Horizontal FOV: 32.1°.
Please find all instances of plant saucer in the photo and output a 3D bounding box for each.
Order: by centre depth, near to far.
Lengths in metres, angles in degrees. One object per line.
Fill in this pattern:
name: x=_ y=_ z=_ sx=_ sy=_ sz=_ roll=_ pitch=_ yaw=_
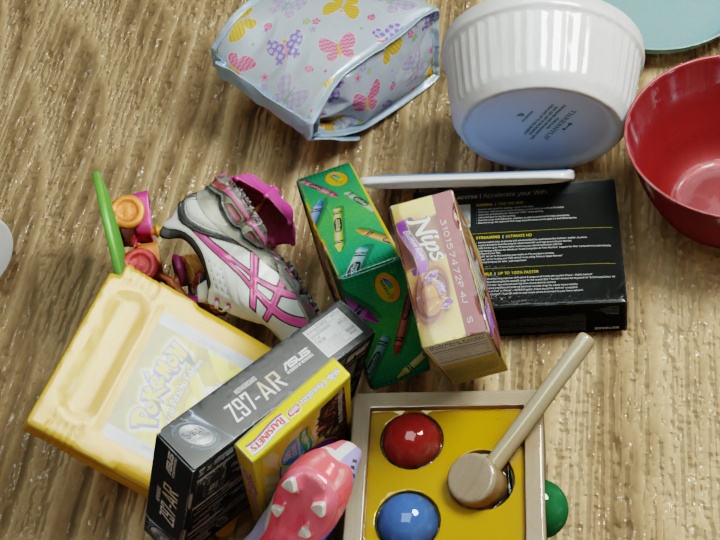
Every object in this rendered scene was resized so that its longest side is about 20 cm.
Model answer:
plant saucer: x=0.330 y=-0.301 z=1.377 sx=0.199 sy=0.036 sz=0.201 roll=-6 pitch=53 yaw=8

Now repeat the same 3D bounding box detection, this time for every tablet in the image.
tablet: x=0.107 y=-0.089 z=1.222 sx=0.199 sy=0.130 sz=0.014 roll=0 pitch=96 yaw=12

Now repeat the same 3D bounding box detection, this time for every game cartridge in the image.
game cartridge: x=-0.167 y=0.111 z=1.103 sx=0.200 sy=0.032 sz=0.177 roll=31 pitch=58 yaw=-13

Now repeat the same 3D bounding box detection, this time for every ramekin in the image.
ramekin: x=0.176 y=-0.176 z=1.220 sx=0.201 sy=0.203 sz=0.095 roll=1 pitch=65 yaw=11

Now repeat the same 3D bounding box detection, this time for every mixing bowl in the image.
mixing bowl: x=0.349 y=-0.095 z=1.174 sx=0.199 sy=0.109 sz=0.201 roll=-6 pitch=53 yaw=8

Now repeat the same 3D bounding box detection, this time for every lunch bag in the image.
lunch bag: x=-0.039 y=-0.229 z=1.343 sx=0.169 sy=0.127 sz=0.200 roll=35 pitch=57 yaw=28

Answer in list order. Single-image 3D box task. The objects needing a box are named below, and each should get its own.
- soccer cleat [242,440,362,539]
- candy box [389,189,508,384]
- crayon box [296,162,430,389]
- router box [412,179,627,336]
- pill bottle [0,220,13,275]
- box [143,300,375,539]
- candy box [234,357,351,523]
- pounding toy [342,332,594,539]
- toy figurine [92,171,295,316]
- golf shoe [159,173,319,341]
soccer cleat: x=-0.059 y=0.213 z=1.000 sx=0.067 sy=0.200 sz=0.076 roll=40 pitch=36 yaw=12
candy box: x=0.076 y=0.019 z=1.031 sx=0.056 sy=0.200 sz=0.117 roll=-14 pitch=74 yaw=6
crayon box: x=0.000 y=0.000 z=1.127 sx=0.058 sy=0.119 sz=0.200 roll=-19 pitch=31 yaw=-4
router box: x=0.147 y=-0.011 z=1.186 sx=0.199 sy=0.051 sz=0.150 roll=-3 pitch=52 yaw=9
pill bottle: x=-0.459 y=-0.058 z=1.302 sx=0.200 sy=0.116 sz=0.116 roll=34 pitch=66 yaw=30
box: x=-0.082 y=0.132 z=1.022 sx=0.044 sy=0.161 sz=0.200 roll=42 pitch=55 yaw=19
candy box: x=-0.050 y=0.148 z=1.015 sx=0.102 sy=0.200 sz=0.026 roll=-39 pitch=69 yaw=-18
pounding toy: x=0.092 y=0.166 z=1.008 sx=0.199 sy=0.142 sz=0.185 roll=-2 pitch=54 yaw=9
toy figurine: x=-0.149 y=-0.017 z=1.218 sx=0.183 sy=0.150 sz=0.201 roll=-13 pitch=74 yaw=-10
golf shoe: x=-0.103 y=0.014 z=1.160 sx=0.092 sy=0.200 sz=0.073 roll=-35 pitch=10 yaw=-3
